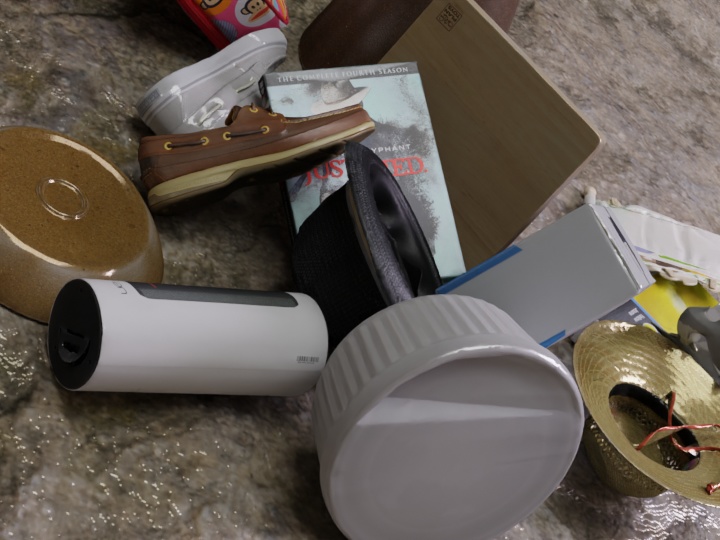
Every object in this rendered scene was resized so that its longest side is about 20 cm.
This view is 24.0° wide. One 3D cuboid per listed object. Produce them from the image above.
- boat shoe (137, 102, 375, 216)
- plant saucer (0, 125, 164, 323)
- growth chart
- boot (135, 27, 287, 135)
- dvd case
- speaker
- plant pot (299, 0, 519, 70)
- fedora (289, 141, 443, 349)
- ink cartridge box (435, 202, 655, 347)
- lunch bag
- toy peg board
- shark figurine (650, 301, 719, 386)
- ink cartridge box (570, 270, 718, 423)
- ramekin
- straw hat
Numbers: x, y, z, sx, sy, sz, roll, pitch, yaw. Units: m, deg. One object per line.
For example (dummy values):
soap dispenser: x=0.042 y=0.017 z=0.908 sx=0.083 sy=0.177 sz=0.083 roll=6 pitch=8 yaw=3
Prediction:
boat shoe: x=-0.085 y=-0.105 z=1.375 sx=0.199 sy=0.072 sz=0.068 roll=-18 pitch=83 yaw=-14
plant saucer: x=-0.231 y=-0.044 z=1.282 sx=0.200 sy=0.035 sz=0.201 roll=24 pitch=37 yaw=-20
growth chart: x=0.310 y=-0.022 z=1.694 sx=0.199 sy=0.018 sz=0.145 roll=21 pitch=29 yaw=5
boot: x=-0.108 y=-0.142 z=1.484 sx=0.096 sy=0.074 sz=0.200 roll=51 pitch=41 yaw=1
dvd case: x=0.001 y=-0.079 z=1.442 sx=0.145 sy=0.022 sz=0.201 roll=-6 pitch=72 yaw=-19
speaker: x=-0.125 y=0.051 z=1.235 sx=0.199 sy=0.081 sz=0.081 roll=5 pitch=47 yaw=-38
plant pot: x=0.070 y=-0.247 z=1.631 sx=0.186 sy=0.200 sz=0.187 roll=24 pitch=38 yaw=-20
fedora: x=0.000 y=0.000 z=1.337 sx=0.201 sy=0.091 sz=0.201 roll=60 pitch=13 yaw=-23
ink cartridge box: x=0.157 y=0.014 z=1.396 sx=0.084 sy=0.145 sz=0.200 roll=60 pitch=12 yaw=6
lunch bag: x=-0.151 y=-0.311 z=1.551 sx=0.176 sy=0.082 sz=0.201 roll=46 pitch=17 yaw=-50
toy peg board: x=0.097 y=-0.115 z=1.531 sx=0.200 sy=0.199 sz=0.098 roll=48 pitch=19 yaw=14
shark figurine: x=0.322 y=0.046 z=1.502 sx=0.128 sy=0.090 sz=0.214 roll=43 pitch=-1 yaw=24
ink cartridge box: x=0.320 y=0.095 z=1.614 sx=0.200 sy=0.047 sz=0.197 roll=46 pitch=34 yaw=14
ramekin: x=0.056 y=0.107 z=1.241 sx=0.202 sy=0.203 sz=0.094 roll=14 pitch=30 yaw=-30
straw hat: x=0.240 y=0.146 z=1.450 sx=0.200 sy=0.085 sz=0.202 roll=23 pitch=39 yaw=-20
